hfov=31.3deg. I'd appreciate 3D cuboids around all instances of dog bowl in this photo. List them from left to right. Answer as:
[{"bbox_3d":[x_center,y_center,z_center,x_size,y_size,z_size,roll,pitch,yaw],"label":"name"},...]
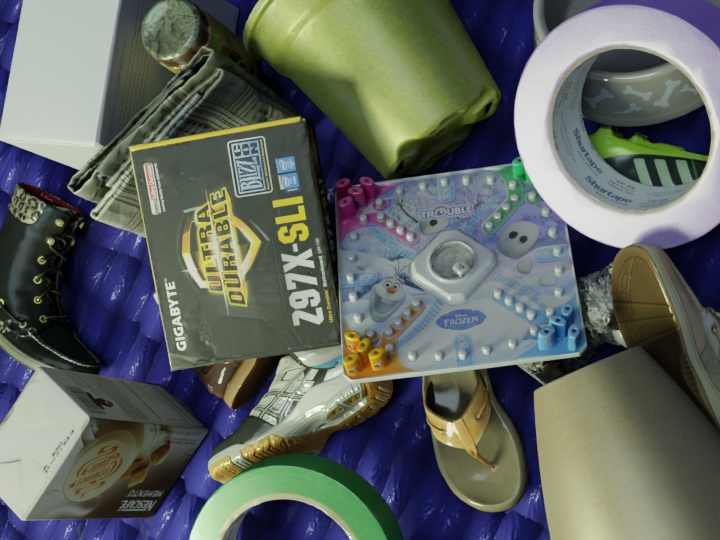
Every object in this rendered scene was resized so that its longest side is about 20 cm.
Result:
[{"bbox_3d":[0.242,-0.227,1.117,0.199,0.059,0.201,-8,65,18],"label":"dog bowl"}]

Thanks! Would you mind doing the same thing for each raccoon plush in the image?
[{"bbox_3d":[0.156,0.014,1.106,0.200,0.097,0.134,36,91,9],"label":"raccoon plush"}]

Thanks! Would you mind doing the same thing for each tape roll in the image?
[{"bbox_3d":[-0.058,0.269,1.165,0.200,0.048,0.201,1,95,15],"label":"tape roll"},{"bbox_3d":[0.226,-0.120,1.030,0.200,0.066,0.201,14,118,28],"label":"tape roll"}]

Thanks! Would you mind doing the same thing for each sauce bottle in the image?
[{"bbox_3d":[-0.133,-0.197,1.222,0.064,0.200,0.065,-4,79,22],"label":"sauce bottle"}]

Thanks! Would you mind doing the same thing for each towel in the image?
[{"bbox_3d":[-0.154,-0.105,1.216,0.193,0.200,0.035,-43,61,11],"label":"towel"}]

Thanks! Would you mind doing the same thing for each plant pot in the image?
[{"bbox_3d":[0.025,-0.190,1.172,0.200,0.200,0.184,-37,80,14],"label":"plant pot"},{"bbox_3d":[0.217,0.168,0.999,0.187,0.187,0.201,-25,80,18],"label":"plant pot"}]

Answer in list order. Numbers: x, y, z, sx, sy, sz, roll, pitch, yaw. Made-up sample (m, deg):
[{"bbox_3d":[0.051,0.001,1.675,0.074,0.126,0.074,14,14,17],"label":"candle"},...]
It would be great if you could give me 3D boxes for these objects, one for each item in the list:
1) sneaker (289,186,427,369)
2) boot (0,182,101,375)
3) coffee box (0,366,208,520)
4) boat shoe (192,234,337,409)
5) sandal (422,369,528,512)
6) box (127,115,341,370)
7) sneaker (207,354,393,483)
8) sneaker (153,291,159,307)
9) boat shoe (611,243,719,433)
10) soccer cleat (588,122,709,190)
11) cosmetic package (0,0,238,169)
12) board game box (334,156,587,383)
[{"bbox_3d":[0.000,0.000,1.166,0.075,0.087,0.200,35,78,30],"label":"sneaker"},{"bbox_3d":[-0.325,0.013,1.337,0.203,0.073,0.154,32,99,28],"label":"boot"},{"bbox_3d":[-0.248,0.167,1.210,0.080,0.200,0.115,38,96,25],"label":"coffee box"},{"bbox_3d":[-0.090,0.038,1.234,0.070,0.070,0.200,42,99,20],"label":"boat shoe"},{"bbox_3d":[0.090,0.119,1.150,0.080,0.054,0.201,-19,74,19],"label":"sandal"},{"bbox_3d":[-0.104,-0.024,1.119,0.159,0.049,0.201,-9,96,7],"label":"box"},{"bbox_3d":[-0.063,0.128,1.217,0.200,0.076,0.088,-33,56,10],"label":"sneaker"},{"bbox_3d":[-0.135,-0.024,1.265,0.080,0.074,0.200,37,96,26],"label":"sneaker"},{"bbox_3d":[0.268,0.062,1.044,0.072,0.065,0.200,-13,106,61],"label":"boat shoe"},{"bbox_3d":[0.277,-0.067,1.101,0.200,0.067,0.081,19,99,32],"label":"soccer cleat"},{"bbox_3d":[-0.233,-0.198,1.267,0.123,0.200,0.200,6,83,24],"label":"cosmetic package"},{"bbox_3d":[0.078,-0.008,1.085,0.199,0.026,0.201,-8,56,6],"label":"board game box"}]
